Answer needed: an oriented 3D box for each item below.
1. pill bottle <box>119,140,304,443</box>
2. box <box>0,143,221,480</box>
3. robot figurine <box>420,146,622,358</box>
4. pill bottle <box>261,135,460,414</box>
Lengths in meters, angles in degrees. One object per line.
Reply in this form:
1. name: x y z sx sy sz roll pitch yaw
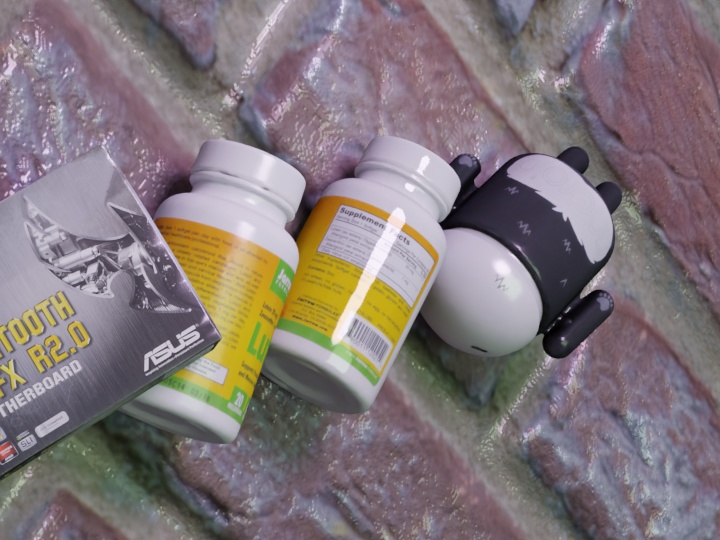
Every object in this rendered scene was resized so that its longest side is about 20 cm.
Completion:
1. pill bottle: -0.110 0.014 1.478 0.111 0.111 0.201 30 73 -37
2. box: -0.217 0.033 1.365 0.199 0.048 0.159 -31 87 -15
3. robot figurine: 0.130 -0.016 1.686 0.200 0.150 0.125 -44 140 -31
4. pill bottle: 0.000 0.000 1.581 0.111 0.111 0.201 41 66 -33
